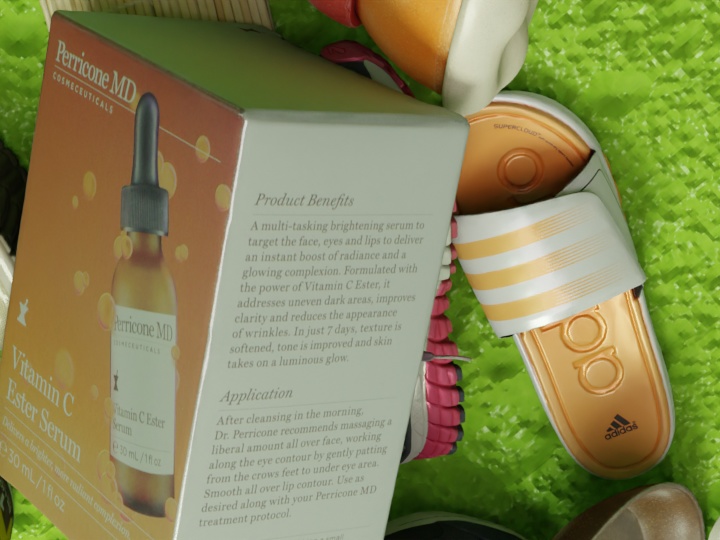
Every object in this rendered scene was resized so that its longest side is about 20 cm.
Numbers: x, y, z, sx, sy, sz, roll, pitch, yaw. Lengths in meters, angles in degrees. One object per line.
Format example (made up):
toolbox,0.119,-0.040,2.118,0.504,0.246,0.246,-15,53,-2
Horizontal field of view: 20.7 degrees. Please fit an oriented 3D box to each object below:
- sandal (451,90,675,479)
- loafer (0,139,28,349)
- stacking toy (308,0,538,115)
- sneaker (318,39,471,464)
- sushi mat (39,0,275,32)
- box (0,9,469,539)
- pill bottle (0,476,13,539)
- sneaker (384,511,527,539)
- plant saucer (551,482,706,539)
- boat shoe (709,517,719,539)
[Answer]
sandal,0.097,0.015,0.883,0.079,0.059,0.208,-25,112,7
loafer,-0.197,-0.044,0.840,0.068,0.076,0.201,-29,106,13
stacking toy,-0.015,-0.158,0.785,0.198,0.146,0.147,19,111,7
sneaker,0.000,0.000,0.854,0.074,0.081,0.202,-11,113,-14
sushi mat,-0.071,-0.042,0.876,0.095,0.012,0.202,-12,113,2
box,-0.059,0.013,0.786,0.106,0.152,0.202,-2,110,-37
pill bottle,-0.213,0.146,0.846,0.108,0.200,0.110,-1,113,-2
sneaker,0.023,0.160,0.870,0.201,0.146,0.078,1,98,-28
plant saucer,0.099,0.188,0.908,0.032,0.200,0.202,20,116,30
boat shoe,0.260,0.111,0.920,0.198,0.068,0.072,-19,114,7
